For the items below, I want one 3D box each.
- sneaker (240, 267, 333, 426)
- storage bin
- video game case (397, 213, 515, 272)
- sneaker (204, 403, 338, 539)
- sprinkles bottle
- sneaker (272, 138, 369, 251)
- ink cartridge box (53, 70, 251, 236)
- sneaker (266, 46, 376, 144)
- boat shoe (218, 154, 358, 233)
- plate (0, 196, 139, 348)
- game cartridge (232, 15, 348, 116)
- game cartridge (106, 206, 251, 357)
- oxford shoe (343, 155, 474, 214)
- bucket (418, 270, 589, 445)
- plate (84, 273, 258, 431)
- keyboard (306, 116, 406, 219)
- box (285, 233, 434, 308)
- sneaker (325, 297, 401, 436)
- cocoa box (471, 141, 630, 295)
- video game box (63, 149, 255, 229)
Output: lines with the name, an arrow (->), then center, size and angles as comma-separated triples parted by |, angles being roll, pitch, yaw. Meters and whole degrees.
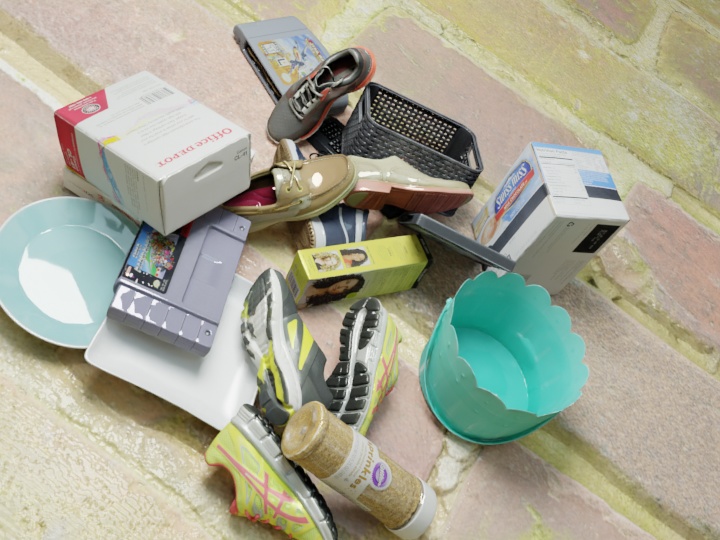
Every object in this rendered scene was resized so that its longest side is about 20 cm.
sneaker -> -0.088, 0.093, 0.914 | 0.084, 0.074, 0.204 | 14, 52, -40
storage bin -> 0.077, -0.184, 1.157 | 0.197, 0.094, 0.137 | 21, 36, -16
video game case -> 0.129, -0.042, 1.071 | 0.141, 0.200, 0.019 | 26, 91, -6
sneaker -> -0.098, 0.253, 0.841 | 0.090, 0.078, 0.201 | -37, 85, -7
sprinkles bottle -> 0.001, 0.226, 0.848 | 0.199, 0.068, 0.069 | 42, 46, -27
sneaker -> -0.056, -0.102, 1.088 | 0.107, 0.070, 0.203 | -1, 56, -31
ink cartridge box -> -0.252, -0.149, 0.929 | 0.198, 0.087, 0.147 | 34, 49, 24
sneaker -> -0.069, -0.264, 1.115 | 0.078, 0.199, 0.082 | 53, 15, 6
boat shoe -> -0.099, -0.106, 0.999 | 0.196, 0.067, 0.075 | -22, 62, 6
plate -> -0.338, 0.003, 0.907 | 0.197, 0.026, 0.204 | 17, 54, -23
game cartridge -> -0.107, -0.334, 1.241 | 0.131, 0.042, 0.202 | -23, 70, -29
game cartridge -> -0.214, -0.008, 0.917 | 0.128, 0.038, 0.203 | 28, 48, -20
oxford shoe -> 0.069, -0.128, 1.067 | 0.196, 0.071, 0.075 | 4, 66, -22
bucket -> 0.180, 0.122, 1.002 | 0.203, 0.135, 0.211 | 12, 53, -16
plate -> -0.202, 0.076, 0.913 | 0.197, 0.032, 0.202 | 29, 50, -14
keyboard -> 0.001, -0.163, 1.172 | 0.200, 0.040, 0.104 | 43, 51, 9
box -> 0.000, 0.000, 1.043 | 0.196, 0.076, 0.051 | -10, 60, -28
sneaker -> 0.010, 0.142, 0.944 | 0.090, 0.077, 0.203 | 41, 59, -41
cocoa box -> 0.274, -0.073, 1.131 | 0.131, 0.201, 0.133 | 2, 56, -21
video game box -> -0.268, -0.139, 1.032 | 0.180, 0.047, 0.201 | 33, 51, -3
